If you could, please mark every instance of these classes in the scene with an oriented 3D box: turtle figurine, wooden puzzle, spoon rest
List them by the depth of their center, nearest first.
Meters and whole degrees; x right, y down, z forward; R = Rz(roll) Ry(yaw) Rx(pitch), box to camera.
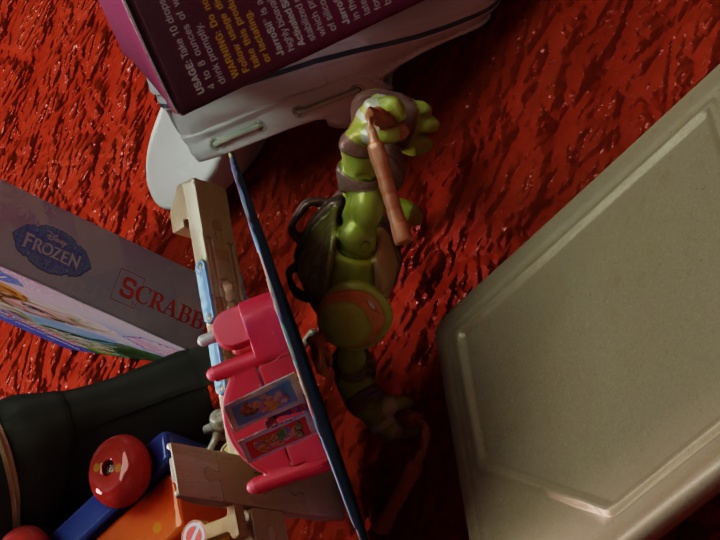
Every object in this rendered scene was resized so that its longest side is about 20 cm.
[{"bbox_3d":[0.105,0.035,0.871,0.185,0.037,0.201,-43,31,31],"label":"wooden puzzle"},{"bbox_3d":[0.000,0.000,0.978,0.162,0.064,0.201,-79,-13,-61],"label":"turtle figurine"},{"bbox_3d":[-0.061,-0.121,1.210,0.201,0.060,0.099,-54,32,13],"label":"spoon rest"}]

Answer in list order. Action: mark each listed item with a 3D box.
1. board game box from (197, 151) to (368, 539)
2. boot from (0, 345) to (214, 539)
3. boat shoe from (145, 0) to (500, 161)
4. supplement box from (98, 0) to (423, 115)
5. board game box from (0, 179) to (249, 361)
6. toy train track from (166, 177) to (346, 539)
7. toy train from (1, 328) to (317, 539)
[{"bbox_3d":[-0.038,0.050,0.923,0.039,0.201,0.159,-19,48,-1],"label":"board game box"},{"bbox_3d":[-0.133,0.117,1.136,0.200,0.137,0.078,102,145,-61],"label":"boot"},{"bbox_3d":[-0.011,-0.105,1.122,0.199,0.067,0.074,-12,25,30],"label":"boat shoe"},{"bbox_3d":[-0.031,-0.172,1.062,0.199,0.104,0.131,-26,25,-8],"label":"supplement box"},{"bbox_3d":[-0.185,-0.006,1.173,0.199,0.199,0.041,2,70,57],"label":"board game box"},{"bbox_3d":[-0.062,0.058,0.989,0.032,0.114,0.201,-24,66,31],"label":"toy train track"},{"bbox_3d":[-0.073,0.130,1.030,0.200,0.084,0.116,-42,51,20],"label":"toy train"}]
